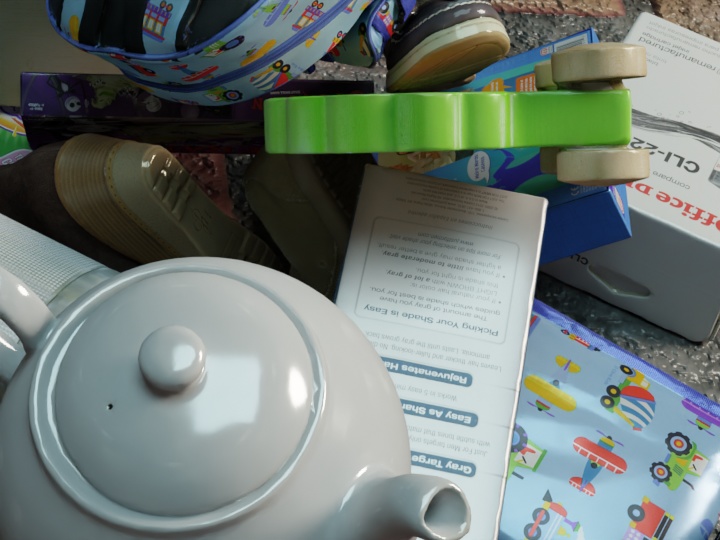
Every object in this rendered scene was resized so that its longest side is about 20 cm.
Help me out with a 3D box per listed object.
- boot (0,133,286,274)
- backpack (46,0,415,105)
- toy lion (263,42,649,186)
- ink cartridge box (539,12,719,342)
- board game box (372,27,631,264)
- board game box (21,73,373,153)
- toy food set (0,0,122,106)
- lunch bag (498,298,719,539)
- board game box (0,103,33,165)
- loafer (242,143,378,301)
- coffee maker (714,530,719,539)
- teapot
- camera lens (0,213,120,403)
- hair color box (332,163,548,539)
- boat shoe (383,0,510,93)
[{"bbox_3d":[-0.135,0.004,0.950,0.165,0.201,0.073,-4,41,36],"label":"boot"},{"bbox_3d":[-0.060,-0.168,0.875,0.181,0.135,0.201,14,64,36],"label":"backpack"},{"bbox_3d":[0.047,-0.077,0.843,0.190,0.069,0.200,-2,5,3],"label":"toy lion"},{"bbox_3d":[0.211,-0.067,1.100,0.143,0.084,0.200,25,48,12],"label":"ink cartridge box"},{"bbox_3d":[0.063,-0.058,1.018,0.198,0.045,0.153,-17,43,20],"label":"board game box"},{"bbox_3d":[-0.099,-0.091,0.972,0.198,0.120,0.033,0,89,-8],"label":"board game box"},{"bbox_3d":[-0.156,-0.176,1.029,0.198,0.145,0.061,2,37,-10],"label":"toy food set"},{"bbox_3d":[0.085,0.096,0.865,0.199,0.094,0.151,36,58,2],"label":"lunch bag"},{"bbox_3d":[-0.228,-0.096,1.065,0.152,0.041,0.200,35,50,20],"label":"board game box"},{"bbox_3d":[0.000,0.000,0.935,0.067,0.201,0.076,-14,21,39],"label":"loafer"},{"bbox_3d":[0.244,0.200,0.775,0.199,0.193,0.135,31,11,12],"label":"coffee maker"},{"bbox_3d":[-0.074,0.066,0.684,0.198,0.147,0.199,-15,59,-5],"label":"teapot"},{"bbox_3d":[-0.217,0.045,0.848,0.199,0.161,0.160,25,47,12],"label":"camera lens"},{"bbox_3d":[0.030,0.052,0.812,0.099,0.061,0.202,11,59,3],"label":"hair color box"},{"bbox_3d":[0.041,-0.140,0.952,0.071,0.200,0.065,-16,91,0],"label":"boat shoe"}]
